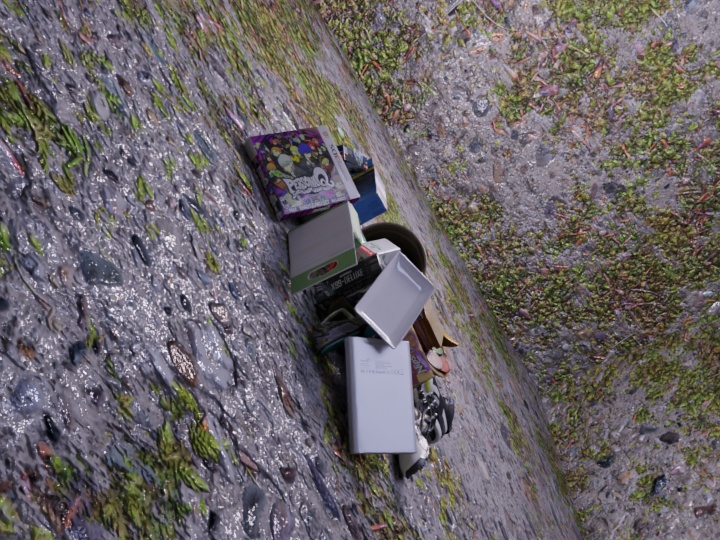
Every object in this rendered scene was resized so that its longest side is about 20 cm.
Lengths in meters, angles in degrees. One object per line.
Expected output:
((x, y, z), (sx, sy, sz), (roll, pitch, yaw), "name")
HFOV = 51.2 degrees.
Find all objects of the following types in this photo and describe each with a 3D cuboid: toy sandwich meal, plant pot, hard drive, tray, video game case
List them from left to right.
((-0.118, -0.204, 1.550), (0.199, 0.036, 0.183), (-16, 75, -36), "video game case")
((0.035, 0.223, 1.341), (0.131, 0.025, 0.202), (8, 69, -30), "hard drive")
((0.060, 0.011, 1.779), (0.174, 0.198, 0.201), (74, -5, -70), "plant pot")
((0.063, 0.055, 1.412), (0.107, 0.022, 0.200), (45, 44, -6), "tray")
((0.178, 0.161, 1.832), (0.205, 0.070, 0.206), (48, 24, -29), "toy sandwich meal")

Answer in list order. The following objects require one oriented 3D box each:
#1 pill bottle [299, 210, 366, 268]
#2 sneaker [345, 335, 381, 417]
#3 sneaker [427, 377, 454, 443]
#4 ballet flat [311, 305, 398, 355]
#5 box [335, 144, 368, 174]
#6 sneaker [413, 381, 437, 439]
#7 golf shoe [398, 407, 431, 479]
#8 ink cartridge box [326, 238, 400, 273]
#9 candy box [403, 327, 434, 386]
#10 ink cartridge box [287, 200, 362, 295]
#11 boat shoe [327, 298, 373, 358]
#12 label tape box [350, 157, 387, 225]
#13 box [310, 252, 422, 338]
((-0.073, -0.117, 1.632), (0.201, 0.112, 0.113), (64, 15, 7), "pill bottle")
((0.022, 0.201, 1.398), (0.082, 0.074, 0.201), (26, 53, -23), "sneaker")
((0.164, 0.289, 1.749), (0.112, 0.073, 0.202), (-21, 101, -55), "sneaker")
((-0.006, 0.095, 1.411), (0.199, 0.072, 0.073), (-17, 76, -30), "ballet flat")
((-0.073, -0.261, 1.824), (0.200, 0.135, 0.038), (2, 81, -73), "box")
((0.115, 0.282, 1.674), (0.077, 0.084, 0.202), (-15, 98, -48), "sneaker")
((0.089, 0.339, 1.521), (0.094, 0.078, 0.200), (42, 18, -12), "golf shoe")
((0.000, 0.000, 1.580), (0.050, 0.110, 0.199), (34, 24, 22), "ink cartridge box")
((0.078, 0.192, 1.543), (0.200, 0.056, 0.118), (124, -56, -70), "candy box")
((-0.067, -0.034, 1.441), (0.048, 0.145, 0.201), (53, 18, -39), "ink cartridge box")
((-0.009, 0.144, 1.503), (0.074, 0.075, 0.201), (-100, 165, -69), "boat shoe")
((-0.010, -0.188, 1.907), (0.063, 0.143, 0.201), (55, 17, -29), "label tape box")
((0.015, 0.066, 1.533), (0.200, 0.157, 0.050), (47, 22, -46), "box")
